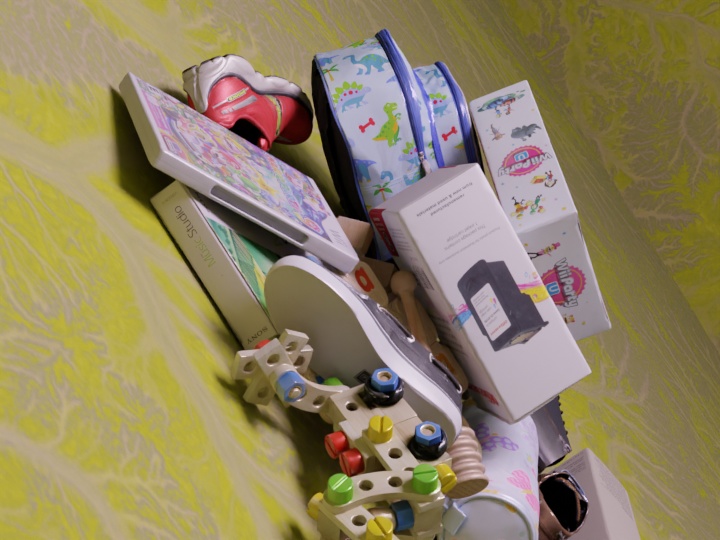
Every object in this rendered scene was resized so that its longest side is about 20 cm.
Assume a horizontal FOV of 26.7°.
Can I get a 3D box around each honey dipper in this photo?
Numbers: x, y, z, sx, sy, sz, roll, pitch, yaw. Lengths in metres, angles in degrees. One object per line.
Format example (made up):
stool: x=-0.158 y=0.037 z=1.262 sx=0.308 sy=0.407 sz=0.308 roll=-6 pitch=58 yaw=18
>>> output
honey dipper: x=0.060 y=0.086 z=1.231 sx=0.038 sy=0.038 sz=0.201 roll=32 pitch=36 yaw=-52

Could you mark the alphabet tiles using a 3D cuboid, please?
alphabet tiles: x=0.023 y=0.089 z=1.222 sx=0.196 sy=0.015 sz=0.200 roll=57 pitch=32 yaw=-1

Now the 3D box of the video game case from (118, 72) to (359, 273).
video game case: x=-0.098 y=-0.079 z=1.227 sx=0.199 sy=0.018 sz=0.143 roll=29 pitch=17 yaw=-33

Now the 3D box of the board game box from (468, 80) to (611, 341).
board game box: x=0.162 y=-0.053 z=1.384 sx=0.201 sy=0.064 sz=0.148 roll=-103 pitch=172 yaw=-50

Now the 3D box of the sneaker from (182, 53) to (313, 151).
sneaker: x=-0.102 y=-0.132 z=1.386 sx=0.200 sy=0.076 sz=0.086 roll=14 pitch=64 yaw=-64

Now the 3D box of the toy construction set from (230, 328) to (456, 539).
toy construction set: x=-0.009 y=0.129 z=1.069 sx=0.201 sy=0.130 sz=0.092 roll=58 pitch=-27 yaw=30

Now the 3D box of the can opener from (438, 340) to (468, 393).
can opener: x=0.092 y=0.091 z=1.481 sx=0.067 sy=0.052 sz=0.200 roll=57 pitch=17 yaw=8

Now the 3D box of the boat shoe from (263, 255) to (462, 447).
boat shoe: x=0.004 y=0.057 z=1.147 sx=0.200 sy=0.068 sz=0.057 roll=47 pitch=35 yaw=-19

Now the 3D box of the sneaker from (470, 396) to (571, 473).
sneaker: x=0.182 y=0.149 z=1.580 sx=0.107 sy=0.075 sz=0.200 roll=53 pitch=26 yaw=7

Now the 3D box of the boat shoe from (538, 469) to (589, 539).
boat shoe: x=0.177 y=0.227 z=1.417 sx=0.073 sy=0.072 sz=0.200 roll=55 pitch=17 yaw=1

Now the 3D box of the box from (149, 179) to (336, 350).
box: x=-0.081 y=-0.011 z=1.237 sx=0.145 sy=0.036 sz=0.200 roll=57 pitch=19 yaw=6

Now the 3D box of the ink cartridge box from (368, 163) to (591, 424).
ink cartridge box: x=0.098 y=0.017 z=1.292 sx=0.201 sy=0.082 sz=0.146 roll=60 pitch=-7 yaw=-7

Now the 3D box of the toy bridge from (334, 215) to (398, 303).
toy bridge: x=0.000 y=0.000 z=1.385 sx=0.067 sy=0.027 sz=0.200 roll=14 pitch=-16 yaw=20

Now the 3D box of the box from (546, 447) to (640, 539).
box: x=0.233 y=0.272 z=1.495 sx=0.082 sy=0.068 sz=0.200 roll=47 pitch=19 yaw=-21

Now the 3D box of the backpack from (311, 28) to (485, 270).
backpack: x=0.035 y=-0.126 z=1.461 sx=0.183 sy=0.146 sz=0.201 roll=-112 pitch=-179 yaw=-60

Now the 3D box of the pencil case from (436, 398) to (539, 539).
pencil case: x=0.111 y=0.183 z=1.308 sx=0.091 sy=0.083 sz=0.200 roll=46 pitch=19 yaw=-12
